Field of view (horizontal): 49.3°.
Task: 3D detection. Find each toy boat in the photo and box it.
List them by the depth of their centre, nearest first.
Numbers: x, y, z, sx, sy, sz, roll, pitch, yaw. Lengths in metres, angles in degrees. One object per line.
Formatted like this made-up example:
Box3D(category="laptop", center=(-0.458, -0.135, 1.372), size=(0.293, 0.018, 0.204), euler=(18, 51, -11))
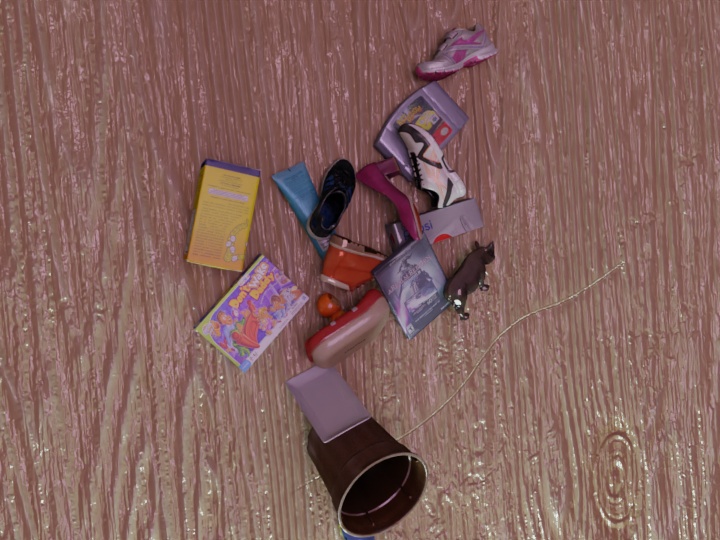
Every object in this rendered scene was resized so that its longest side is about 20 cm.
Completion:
Box3D(category="toy boat", center=(-0.041, 0.100, 1.618), size=(0.200, 0.131, 0.131), euler=(-33, 71, -13))

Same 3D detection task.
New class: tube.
Box3D(category="tube", center=(-0.104, -0.122, 1.620), size=(0.077, 0.050, 0.201), euler=(-30, 96, -28))

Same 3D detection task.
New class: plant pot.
Box3D(category="plant pot", center=(0.000, 0.382, 1.559), size=(0.200, 0.198, 0.201), euler=(-16, 125, -24))

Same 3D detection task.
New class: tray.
Box3D(category="tray", center=(-0.066, 0.264, 1.576), size=(0.107, 0.200, 0.022), euler=(-27, 129, -14))

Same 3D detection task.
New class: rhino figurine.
Box3D(category="rhino figurine", center=(0.245, 0.007, 1.706), size=(0.200, 0.060, 0.088), euler=(-53, 129, -25))

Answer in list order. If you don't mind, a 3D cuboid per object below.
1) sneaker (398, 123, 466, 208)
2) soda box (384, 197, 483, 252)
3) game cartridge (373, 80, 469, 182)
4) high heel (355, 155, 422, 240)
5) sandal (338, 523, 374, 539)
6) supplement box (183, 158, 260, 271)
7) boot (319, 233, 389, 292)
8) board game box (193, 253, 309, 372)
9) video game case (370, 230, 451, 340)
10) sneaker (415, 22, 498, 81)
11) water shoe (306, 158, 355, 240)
Box3D(category="sneaker", center=(0.138, -0.217, 1.639), size=(0.080, 0.074, 0.200), euler=(-40, 102, -10))
Box3D(category="soda box", center=(0.159, -0.096, 1.688), size=(0.199, 0.063, 0.069), euler=(-18, 97, -15))
Box3D(category="game cartridge", center=(0.127, -0.306, 1.690), size=(0.133, 0.041, 0.200), euler=(43, 80, -9))
Box3D(category="high heel", center=(0.060, -0.137, 1.630), size=(0.096, 0.067, 0.201), euler=(-24, 66, 11))
Box3D(category="sandal", center=(0.005, 0.584, 1.647), size=(0.079, 0.087, 0.201), euler=(-11, 93, -14))
Box3D(category="supplement box", center=(-0.272, -0.106, 1.535), size=(0.109, 0.109, 0.201), euler=(11, 89, -16))
Box3D(category="boot", center=(0.000, 0.000, 1.624), size=(0.200, 0.075, 0.108), euler=(17, 95, -40))
Box3D(category="board game box", center=(-0.220, 0.085, 1.588), size=(0.134, 0.045, 0.200), euler=(43, 80, -13))
Box3D(category="video game case", center=(0.116, 0.033, 1.660), size=(0.143, 0.019, 0.200), euler=(-40, 126, -14))
Box3D(category="sneaker", center=(0.197, -0.471, 1.688), size=(0.200, 0.081, 0.089), euler=(-27, 97, -23))
Box3D(category="water shoe", center=(-0.044, -0.150, 1.592), size=(0.071, 0.079, 0.201), euler=(29, 62, -19))
